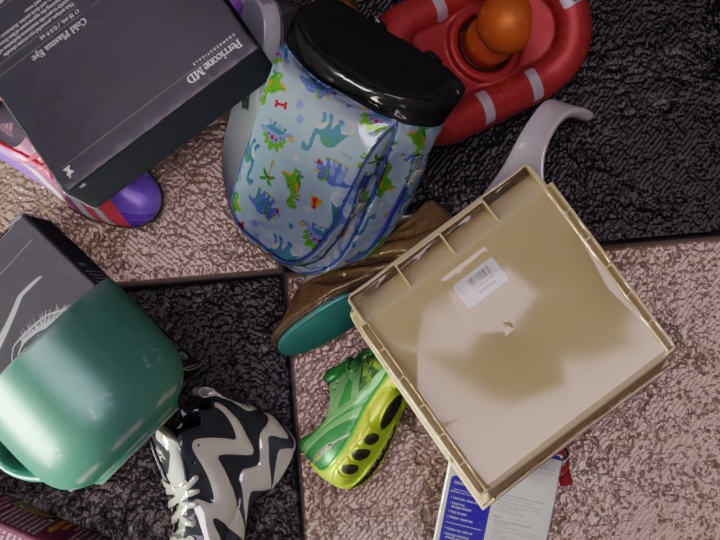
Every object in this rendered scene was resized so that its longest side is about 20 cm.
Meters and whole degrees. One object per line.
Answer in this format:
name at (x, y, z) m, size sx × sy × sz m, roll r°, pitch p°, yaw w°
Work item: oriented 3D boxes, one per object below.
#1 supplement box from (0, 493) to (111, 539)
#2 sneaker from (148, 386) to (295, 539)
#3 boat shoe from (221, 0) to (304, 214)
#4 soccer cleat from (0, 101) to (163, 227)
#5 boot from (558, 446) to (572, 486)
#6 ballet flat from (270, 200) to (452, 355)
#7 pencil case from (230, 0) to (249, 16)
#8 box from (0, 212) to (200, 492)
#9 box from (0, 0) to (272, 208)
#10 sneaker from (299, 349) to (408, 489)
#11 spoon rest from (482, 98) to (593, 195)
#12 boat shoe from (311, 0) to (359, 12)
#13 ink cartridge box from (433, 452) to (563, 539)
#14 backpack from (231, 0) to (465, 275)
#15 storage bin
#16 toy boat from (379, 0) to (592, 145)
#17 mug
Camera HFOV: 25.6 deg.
supplement box at (-0.283, 0.265, 1.386) m, size 0.198 × 0.110 × 0.087 m, roll 23°, pitch 90°, yaw 2°
sneaker at (-0.153, 0.190, 1.361) m, size 0.129 × 0.079 × 0.200 m, roll 39°, pitch 75°, yaw -24°
boat shoe at (-0.077, -0.142, 1.406) m, size 0.066 × 0.070 × 0.203 m, roll -5°, pitch 108°, yaw -32°
soccer cleat at (-0.268, -0.099, 1.412) m, size 0.199 × 0.073 × 0.069 m, roll 31°, pitch 90°, yaw 3°
boot at (0.170, 0.104, 1.397) m, size 0.200 × 0.072 × 0.145 m, roll -43°, pitch 88°, yaw 8°
ballet flat at (0.000, 0.000, 1.403) m, size 0.199 × 0.068 × 0.073 m, roll -32°, pitch 60°, yaw 16°
pencil case at (-0.170, -0.210, 1.405) m, size 0.200 × 0.085 × 0.084 m, roll -41°, pitch 73°, yaw 2°
box at (-0.264, 0.070, 1.393) m, size 0.200 × 0.104 × 0.148 m, roll 44°, pitch 91°, yaw 3°
box at (-0.203, -0.186, 1.311) m, size 0.199 × 0.104 × 0.183 m, roll -35°, pitch 82°, yaw 2°
sneaker at (0.011, 0.091, 1.394) m, size 0.083 × 0.074 × 0.201 m, roll 25°, pitch 75°, yaw 29°
spoon rest at (0.143, -0.060, 1.398) m, size 0.099 × 0.060 × 0.202 m, roll 19°, pitch 86°, yaw 32°
boat shoe at (-0.011, -0.147, 1.407) m, size 0.071 × 0.068 × 0.202 m, roll -17°, pitch 89°, yaw 1°
ink cartridge box at (0.113, 0.235, 1.379) m, size 0.098 × 0.039 × 0.203 m, roll 13°, pitch 108°, yaw 7°
backpack at (-0.024, -0.095, 1.324) m, size 0.163 × 0.201 × 0.153 m, roll 37°, pitch 45°, yaw 20°
storage bin at (0.121, 0.053, 1.302) m, size 0.199 × 0.094 × 0.199 m, roll -36°, pitch 78°, yaw -2°
toy boat at (0.113, -0.200, 1.360) m, size 0.198 × 0.131 × 0.132 m, roll -27°, pitch 89°, yaw -19°
mug at (-0.219, 0.104, 1.277) m, size 0.114 × 0.185 × 0.152 m, roll 45°, pitch 66°, yaw -1°
